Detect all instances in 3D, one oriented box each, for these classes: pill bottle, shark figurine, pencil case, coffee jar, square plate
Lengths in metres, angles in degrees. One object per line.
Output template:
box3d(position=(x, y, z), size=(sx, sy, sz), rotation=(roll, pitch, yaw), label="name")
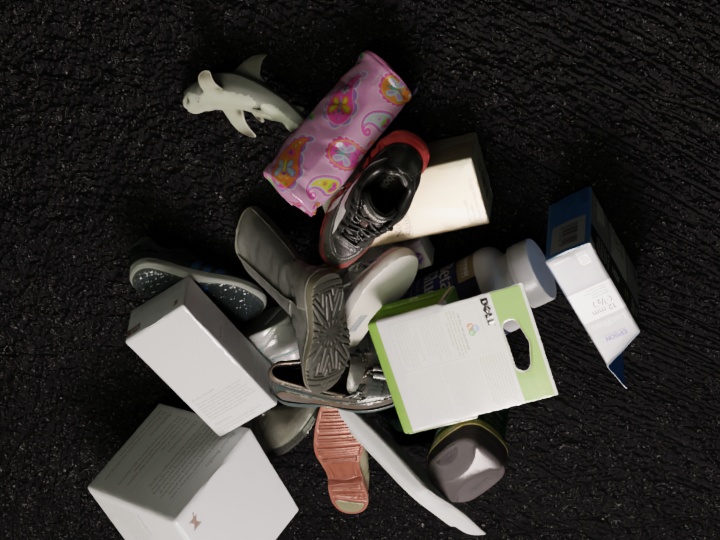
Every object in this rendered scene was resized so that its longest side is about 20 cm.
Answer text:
box3d(position=(0.143, 0.038, 1.568), size=(0.198, 0.112, 0.112), rotation=(-27, 112, 23), label="pill bottle")
box3d(position=(-0.115, -0.214, 1.495), size=(0.211, 0.090, 0.129), rotation=(21, 155, 7), label="shark figurine")
box3d(position=(-0.025, -0.161, 1.451), size=(0.087, 0.087, 0.201), rotation=(39, 87, -14), label="pencil case")
box3d(position=(0.143, 0.205, 1.611), size=(0.085, 0.201, 0.104), rotation=(40, 117, -14), label="coffee jar")
box3d(position=(0.062, 0.265, 1.634), size=(0.028, 0.198, 0.200), rotation=(-47, 141, -2), label="square plate")

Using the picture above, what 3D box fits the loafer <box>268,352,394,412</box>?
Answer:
box3d(position=(-0.023, 0.140, 1.584), size=(0.196, 0.073, 0.063), rotation=(-5, 153, 11), label="loafer")

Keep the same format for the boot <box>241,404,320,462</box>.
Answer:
box3d(position=(-0.146, 0.201, 1.745), size=(0.131, 0.068, 0.200), rotation=(43, 117, -8), label="boot")

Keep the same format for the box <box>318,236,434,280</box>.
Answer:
box3d(position=(0.000, 0.000, 1.614), size=(0.197, 0.039, 0.042), rotation=(-20, 117, 20), label="box")

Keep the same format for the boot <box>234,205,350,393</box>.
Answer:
box3d(position=(-0.093, 0.035, 1.567), size=(0.199, 0.072, 0.185), rotation=(30, 124, 45), label="boot")

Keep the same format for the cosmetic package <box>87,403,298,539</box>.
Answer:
box3d(position=(-0.230, 0.314, 1.708), size=(0.198, 0.168, 0.168), rotation=(9, 136, 42), label="cosmetic package")

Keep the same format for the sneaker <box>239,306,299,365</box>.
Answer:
box3d(position=(-0.168, 0.122, 1.698), size=(0.198, 0.071, 0.081), rotation=(-21, 117, 20), label="sneaker")

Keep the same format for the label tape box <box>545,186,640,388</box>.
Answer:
box3d(position=(0.298, 0.020, 1.510), size=(0.065, 0.144, 0.201), rotation=(-26, 112, 23), label="label tape box")

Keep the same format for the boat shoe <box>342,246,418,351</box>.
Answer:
box3d(position=(0.001, 0.028, 1.569), size=(0.071, 0.069, 0.201), rotation=(-1, 141, -36), label="boat shoe")

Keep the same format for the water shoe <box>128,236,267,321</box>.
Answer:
box3d(position=(-0.211, 0.005, 1.641), size=(0.198, 0.080, 0.072), rotation=(19, 129, -32), label="water shoe")

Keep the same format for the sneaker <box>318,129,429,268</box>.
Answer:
box3d(position=(0.007, -0.070, 1.448), size=(0.070, 0.098, 0.201), rotation=(32, 120, -10), label="sneaker")

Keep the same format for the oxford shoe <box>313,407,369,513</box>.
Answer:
box3d(position=(-0.024, 0.243, 1.736), size=(0.069, 0.074, 0.203), rotation=(1, 123, 8), label="oxford shoe")

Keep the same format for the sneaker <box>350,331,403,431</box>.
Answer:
box3d(position=(0.012, 0.136, 1.662), size=(0.199, 0.087, 0.078), rotation=(41, 118, -14), label="sneaker")

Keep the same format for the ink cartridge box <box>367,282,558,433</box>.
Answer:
box3d(position=(0.128, 0.097, 1.490), size=(0.197, 0.076, 0.150), rotation=(-16, 101, 20), label="ink cartridge box")

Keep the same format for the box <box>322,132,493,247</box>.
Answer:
box3d(position=(0.057, -0.095, 1.527), size=(0.197, 0.078, 0.096), rotation=(-13, 117, 17), label="box")

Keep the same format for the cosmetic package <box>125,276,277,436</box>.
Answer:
box3d(position=(-0.203, 0.114, 1.613), size=(0.101, 0.074, 0.201), rotation=(-29, 119, 16), label="cosmetic package")
